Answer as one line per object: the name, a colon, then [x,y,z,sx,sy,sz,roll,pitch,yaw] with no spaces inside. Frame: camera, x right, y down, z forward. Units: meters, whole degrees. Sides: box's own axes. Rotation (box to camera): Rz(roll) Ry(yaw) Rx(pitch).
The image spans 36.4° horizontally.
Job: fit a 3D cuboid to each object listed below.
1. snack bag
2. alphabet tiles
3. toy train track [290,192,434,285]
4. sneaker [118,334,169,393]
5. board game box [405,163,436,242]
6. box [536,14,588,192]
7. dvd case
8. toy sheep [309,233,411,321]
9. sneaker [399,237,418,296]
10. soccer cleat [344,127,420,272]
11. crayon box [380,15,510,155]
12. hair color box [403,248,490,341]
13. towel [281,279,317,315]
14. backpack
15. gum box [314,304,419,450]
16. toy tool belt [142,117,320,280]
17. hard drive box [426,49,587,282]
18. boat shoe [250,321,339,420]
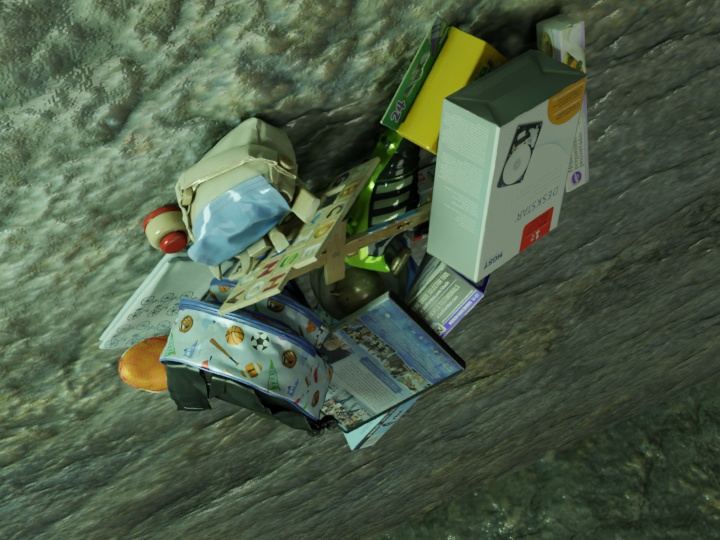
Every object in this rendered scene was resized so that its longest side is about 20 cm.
snack bag: [-0.203,0.036,1.364,0.199,0.021,0.189,-1,144,-47]
alphabet tiles: [-0.075,-0.033,1.162,0.167,0.008,0.200,-21,-152,43]
toy train track: [0.004,-0.045,1.197,0.199,0.033,0.115,-23,152,-15]
sneaker: [-0.203,0.109,1.361,0.199,0.073,0.077,-3,170,-34]
board game box: [0.152,-0.115,1.436,0.199,0.035,0.126,-23,155,-14]
box: [0.231,-0.188,1.245,0.039,0.041,0.201,-26,126,-26]
dvd case: [0.008,0.116,1.331,0.200,0.018,0.143,-32,118,29]
toy sheep: [0.000,0.000,1.368,0.137,0.138,0.200,-32,-167,9]
sneaker: [0.067,0.043,1.456,0.078,0.201,0.066,-8,162,-39]
soccer cleat: [0.039,-0.093,1.245,0.081,0.068,0.201,19,107,-20]
crayon box: [0.115,-0.179,1.187,0.200,0.051,0.126,17,103,-58]
hair color box: [0.118,-0.007,1.357,0.109,0.065,0.200,-50,-174,36]
towel: [-0.122,0.058,1.425,0.111,0.049,0.200,-20,162,1]
backpack: [-0.126,0.094,1.226,0.199,0.155,0.190,9,171,15]
gum box: [0.000,0.122,1.537,0.044,0.201,0.170,-8,149,-37]
toy tool belt: [-0.135,-0.053,1.132,0.200,0.123,0.125,-38,155,22]
hard drive box: [0.155,-0.113,1.180,0.156,0.077,0.201,-33,142,-34]
boat shoe: [-0.067,0.128,1.416,0.199,0.074,0.076,-30,117,30]
